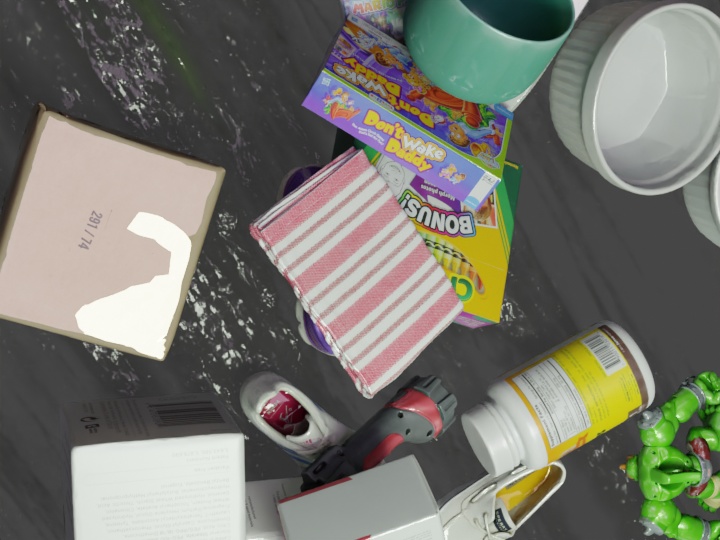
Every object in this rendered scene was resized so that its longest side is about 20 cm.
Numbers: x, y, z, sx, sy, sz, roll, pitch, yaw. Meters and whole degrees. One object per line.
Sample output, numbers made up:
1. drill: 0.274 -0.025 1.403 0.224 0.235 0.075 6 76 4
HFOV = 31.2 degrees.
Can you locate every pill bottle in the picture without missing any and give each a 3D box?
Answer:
1. pill bottle: 0.213 0.144 1.411 0.199 0.109 0.110 -27 106 -11

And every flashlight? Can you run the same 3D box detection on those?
1. flashlight: 0.022 0.185 1.334 0.200 0.067 0.068 -40 147 -41

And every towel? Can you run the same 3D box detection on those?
1. towel: 0.000 0.000 1.226 0.146 0.030 0.201 -39 102 -28

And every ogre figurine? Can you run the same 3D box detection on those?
1. ogre figurine: 0.370 0.223 1.480 0.119 0.098 0.202 -3 111 -28

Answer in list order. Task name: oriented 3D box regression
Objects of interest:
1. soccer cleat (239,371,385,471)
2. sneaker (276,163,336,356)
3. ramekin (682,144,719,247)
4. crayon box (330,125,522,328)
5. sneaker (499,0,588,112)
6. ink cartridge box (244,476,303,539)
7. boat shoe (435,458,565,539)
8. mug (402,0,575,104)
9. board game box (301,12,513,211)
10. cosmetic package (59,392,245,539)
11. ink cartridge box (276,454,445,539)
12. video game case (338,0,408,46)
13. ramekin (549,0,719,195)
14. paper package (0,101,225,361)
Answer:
1. soccer cleat: -0.046 0.182 1.350 0.200 0.086 0.070 39 87 -19
2. sneaker: -0.032 -0.010 1.324 0.080 0.083 0.202 -13 102 -14
3. ramekin: 0.461 -0.103 1.451 0.199 0.098 0.202 -3 101 -16
4. crayon box: 0.060 -0.052 1.312 0.199 0.058 0.174 18 72 -24
5. sneaker: 0.175 -0.256 1.362 0.082 0.074 0.201 32 89 3
6. ink cartridge box: -0.037 0.293 1.349 0.198 0.085 0.146 -3 125 -17
7. boat shoe: 0.145 0.270 1.431 0.199 0.070 0.071 -34 107 -9
8. mug: 0.128 -0.245 1.276 0.185 0.115 0.152 -30 72 -42
9. board game box: 0.051 -0.158 1.267 0.199 0.135 0.045 30 126 -9
10. cosmetic package: -0.206 0.240 1.270 0.164 0.165 0.202 -3 99 -16
11. ink cartridge box: 0.013 0.294 1.258 0.144 0.084 0.201 -18 130 -7
12. video game case: 0.055 -0.236 1.347 0.142 0.018 0.202 -13 102 -14
13. ramekin: 0.292 -0.189 1.362 0.199 0.105 0.202 -11 112 -27
14. paper package: -0.250 -0.037 1.243 0.189 0.103 0.202 17 93 -19
